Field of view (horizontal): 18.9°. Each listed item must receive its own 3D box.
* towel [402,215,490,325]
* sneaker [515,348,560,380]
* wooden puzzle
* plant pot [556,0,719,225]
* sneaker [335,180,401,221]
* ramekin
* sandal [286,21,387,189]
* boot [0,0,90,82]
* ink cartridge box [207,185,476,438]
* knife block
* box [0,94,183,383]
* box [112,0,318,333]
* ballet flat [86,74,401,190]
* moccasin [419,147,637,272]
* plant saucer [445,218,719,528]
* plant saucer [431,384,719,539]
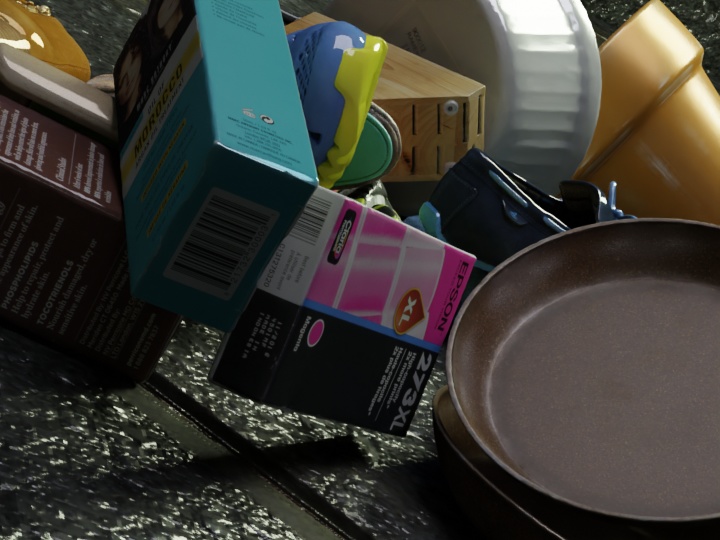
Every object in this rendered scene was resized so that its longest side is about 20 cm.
[{"bbox_3d":[0.106,0.037,1.303,0.200,0.049,0.111,38,17,31],"label":"towel"},{"bbox_3d":[0.174,0.057,1.088,0.200,0.115,0.073,24,17,-14],"label":"sneaker"},{"bbox_3d":[-0.114,-0.049,1.122,0.184,0.037,0.200,26,-8,-9],"label":"wooden puzzle"},{"bbox_3d":[0.213,-0.066,1.608,0.183,0.200,0.200,45,16,3],"label":"plant pot"},{"bbox_3d":[0.000,0.000,1.227,0.077,0.075,0.200,58,4,-16],"label":"sneaker"},{"bbox_3d":[0.056,-0.128,1.489,0.200,0.201,0.097,37,25,31],"label":"ramekin"},{"bbox_3d":[-0.050,-0.083,1.088,0.087,0.080,0.200,24,-16,-17],"label":"sandal"},{"bbox_3d":[-0.263,-0.164,1.287,0.201,0.071,0.144,36,10,14],"label":"boot"},{"bbox_3d":[0.004,0.023,0.995,0.037,0.095,0.200,22,0,24],"label":"ink cartridge box"},{"bbox_3d":[-0.023,-0.130,1.449,0.199,0.064,0.176,-2,35,-2],"label":"knife block"},{"bbox_3d":[-0.170,-0.033,0.981,0.199,0.075,0.100,27,15,-13],"label":"box"},{"bbox_3d":[-0.068,-0.066,0.958,0.049,0.083,0.200,22,26,-21],"label":"box"},{"bbox_3d":[-0.074,-0.088,1.243,0.199,0.069,0.067,7,18,1],"label":"ballet flat"},{"bbox_3d":[0.130,-0.020,1.302,0.199,0.068,0.080,16,20,-40],"label":"moccasin"},{"bbox_3d":[0.140,0.051,1.022,0.199,0.032,0.201,-2,43,2],"label":"plant saucer"},{"bbox_3d":[0.115,0.123,1.049,0.200,0.037,0.200,27,14,-7],"label":"plant saucer"}]
